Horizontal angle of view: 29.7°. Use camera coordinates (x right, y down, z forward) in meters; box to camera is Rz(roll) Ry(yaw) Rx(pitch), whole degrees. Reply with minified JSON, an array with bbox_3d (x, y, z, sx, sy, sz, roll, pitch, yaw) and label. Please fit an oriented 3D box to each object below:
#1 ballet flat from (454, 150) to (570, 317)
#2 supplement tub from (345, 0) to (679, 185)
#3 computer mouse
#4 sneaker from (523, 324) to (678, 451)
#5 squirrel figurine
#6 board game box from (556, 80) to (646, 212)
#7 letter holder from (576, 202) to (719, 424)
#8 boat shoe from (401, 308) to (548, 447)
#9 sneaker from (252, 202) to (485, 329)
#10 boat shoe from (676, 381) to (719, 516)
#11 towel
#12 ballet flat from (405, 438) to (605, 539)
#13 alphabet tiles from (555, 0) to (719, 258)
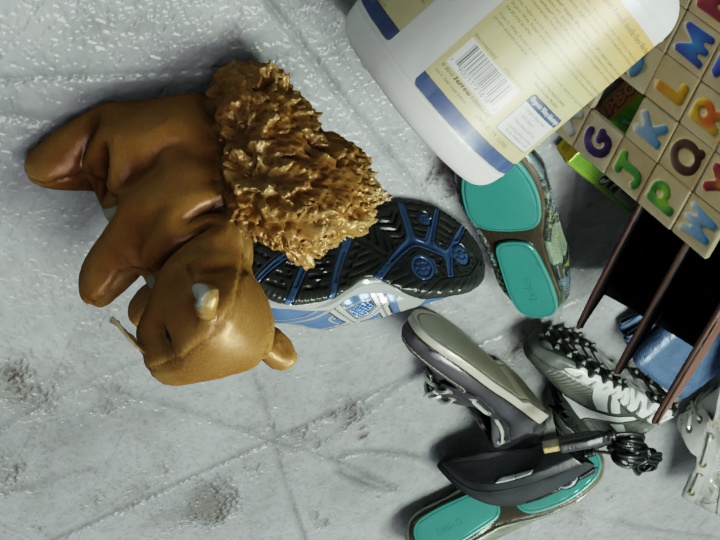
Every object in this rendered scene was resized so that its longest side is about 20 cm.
[{"bbox_3d":[0.117,-0.048,1.013,0.074,0.075,0.201,-24,139,-3],"label":"ballet flat"},{"bbox_3d":[0.105,-0.167,0.840,0.200,0.145,0.144,-40,134,13],"label":"supplement tub"},{"bbox_3d":[0.157,0.173,1.162,0.198,0.046,0.140,-6,163,14],"label":"computer mouse"},{"bbox_3d":[0.196,0.114,1.189,0.199,0.067,0.091,28,112,-42],"label":"sneaker"},{"bbox_3d":[-0.086,-0.028,0.846,0.199,0.187,0.142,-34,135,7],"label":"squirrel figurine"},{"bbox_3d":[0.247,-0.135,1.018,0.200,0.030,0.095,-42,135,19],"label":"board game box"},{"bbox_3d":[0.236,-0.006,0.998,0.142,0.100,0.201,-42,159,-49],"label":"letter holder"},{"bbox_3d":[0.086,0.097,1.120,0.063,0.073,0.200,-42,138,11],"label":"boat shoe"},{"bbox_3d":[0.000,0.000,1.007,0.198,0.076,0.077,-3,157,-25],"label":"sneaker"},{"bbox_3d":[0.333,0.150,1.285,0.069,0.071,0.202,11,123,21],"label":"boat shoe"},{"bbox_3d":[0.327,0.024,1.183,0.200,0.049,0.111,-41,134,13],"label":"towel"},{"bbox_3d":[0.133,0.213,1.264,0.199,0.068,0.064,-25,163,-1],"label":"ballet flat"},{"bbox_3d":[0.217,-0.136,0.909,0.008,0.167,0.201,-13,137,-40],"label":"alphabet tiles"}]
